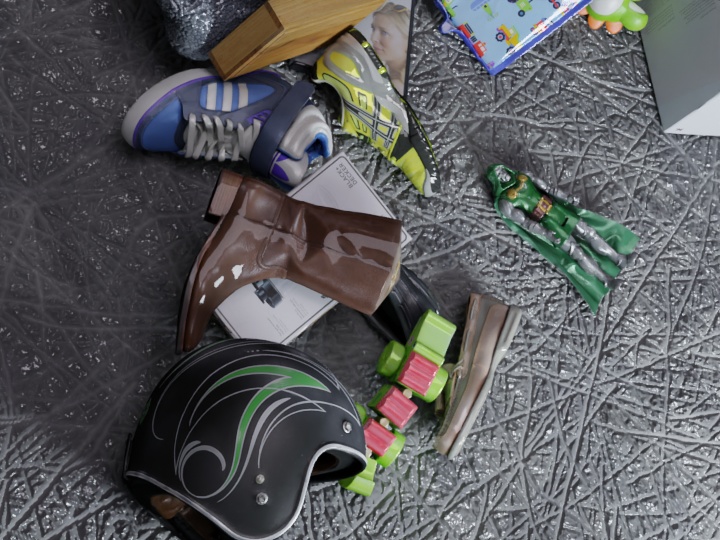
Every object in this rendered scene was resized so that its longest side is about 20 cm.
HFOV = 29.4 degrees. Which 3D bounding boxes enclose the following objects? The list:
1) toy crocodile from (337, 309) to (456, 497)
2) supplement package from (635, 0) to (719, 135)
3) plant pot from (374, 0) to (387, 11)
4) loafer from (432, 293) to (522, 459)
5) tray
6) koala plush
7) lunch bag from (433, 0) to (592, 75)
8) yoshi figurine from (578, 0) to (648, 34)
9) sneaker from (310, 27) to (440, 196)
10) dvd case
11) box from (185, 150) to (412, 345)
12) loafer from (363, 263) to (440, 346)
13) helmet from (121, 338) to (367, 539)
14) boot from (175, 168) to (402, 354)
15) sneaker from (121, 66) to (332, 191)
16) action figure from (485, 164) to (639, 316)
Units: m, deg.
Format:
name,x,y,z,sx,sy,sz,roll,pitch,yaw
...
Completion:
name,x,y,z,sx,sy,sz,roll,pitch,yaw
toy crocodile,0.035,0.132,1.377,0.067,0.062,0.201,35,78,-11
supplement package,0.459,-0.290,1.715,0.149,0.152,0.202,0,71,-27
plant pot,0.021,-0.445,1.522,0.200,0.200,0.177,38,34,1
loafer,0.109,0.108,1.444,0.062,0.072,0.201,27,53,4
tray,-0.059,-0.253,1.414,0.200,0.098,0.037,-29,87,-52
koala plush,-0.107,-0.316,1.394,0.198,0.177,0.186,-11,80,8
lunch bag,0.174,-0.337,1.598,0.199,0.094,0.151,-38,101,3
yoshi figurine,0.292,-0.385,1.697,0.199,0.112,0.113,37,52,-13
sneaker,0.020,-0.163,1.505,0.076,0.075,0.201,-32,98,7
dvd case,-0.004,-0.298,1.564,0.142,0.018,0.202,15,65,-20
box,-0.062,-0.010,1.357,0.200,0.060,0.117,-40,91,-9
loafer,0.000,0.000,1.421,0.201,0.068,0.071,46,49,-8
helmet,-0.099,0.156,1.244,0.200,0.200,0.191,39,65,-8
boot,-0.063,0.016,1.297,0.198,0.064,0.188,18,85,-10
sneaker,-0.121,-0.133,1.381,0.199,0.081,0.147,-22,56,-37
action figure,0.222,-0.055,1.567,0.199,0.055,0.119,36,62,-5
